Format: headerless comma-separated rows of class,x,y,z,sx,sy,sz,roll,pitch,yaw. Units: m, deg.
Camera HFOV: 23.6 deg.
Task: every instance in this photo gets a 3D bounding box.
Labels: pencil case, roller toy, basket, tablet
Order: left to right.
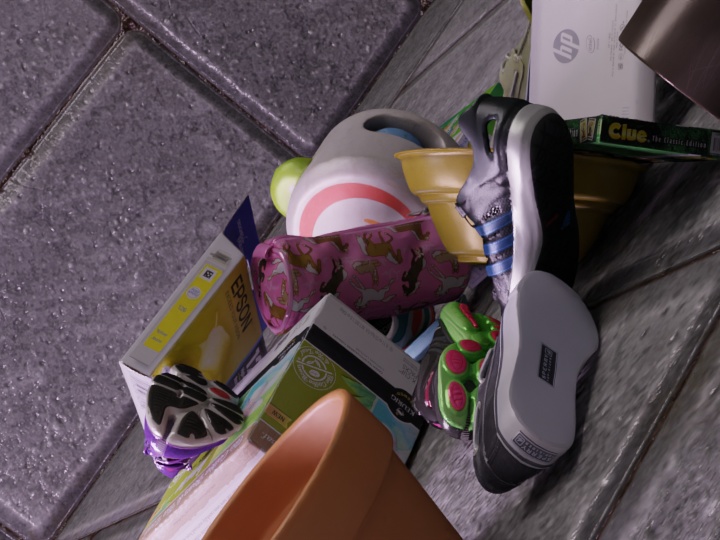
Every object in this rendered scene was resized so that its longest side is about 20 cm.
pencil case,0.000,0.000,1.539,0.198,0.087,0.083,-12,-26,-27
roller toy,0.026,-0.063,1.774,0.181,0.201,0.140,-21,24,31
tablet,0.188,-0.184,1.408,0.129,0.014,0.203,2,89,45
basket,0.279,-0.206,1.177,0.201,0.135,0.180,-54,1,13

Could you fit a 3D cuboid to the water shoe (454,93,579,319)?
water shoe,0.111,-0.039,1.242,0.071,0.078,0.202,-34,-44,-38

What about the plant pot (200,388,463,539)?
plant pot,-0.017,0.195,1.077,0.201,0.140,0.200,-51,8,11

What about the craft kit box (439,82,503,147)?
craft kit box,0.095,-0.115,2.086,0.201,0.048,0.197,-56,12,-21

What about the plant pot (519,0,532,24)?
plant pot,0.255,-0.292,1.518,0.201,0.200,0.193,-47,-2,30

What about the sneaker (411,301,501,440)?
sneaker,0.081,0.089,1.276,0.200,0.076,0.085,-73,5,-75

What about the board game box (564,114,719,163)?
board game box,0.185,-0.095,1.267,0.200,0.103,0.024,-171,89,-74

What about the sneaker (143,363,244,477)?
sneaker,-0.140,0.132,1.388,0.200,0.080,0.084,-41,-23,-88

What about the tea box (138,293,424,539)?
tea box,-0.061,0.166,1.453,0.200,0.133,0.197,-46,11,39

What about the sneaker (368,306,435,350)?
sneaker,-0.023,0.081,1.641,0.199,0.071,0.093,-37,-17,17

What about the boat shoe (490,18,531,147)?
boat shoe,0.159,-0.178,1.615,0.072,0.061,0.202,-41,-36,-54

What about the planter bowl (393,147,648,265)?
planter bowl,0.122,-0.045,1.341,0.200,0.198,0.085,175,98,-79

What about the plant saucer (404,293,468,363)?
plant saucer,0.036,0.100,1.599,0.200,0.019,0.070,-47,10,39

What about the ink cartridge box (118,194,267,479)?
ink cartridge box,-0.131,0.067,1.569,0.201,0.047,0.199,-52,-25,-25

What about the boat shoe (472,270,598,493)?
boat shoe,0.111,0.074,1.148,0.068,0.071,0.201,-49,14,32

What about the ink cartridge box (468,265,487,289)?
ink cartridge box,0.155,-0.072,1.573,0.200,0.044,0.094,-43,14,46
